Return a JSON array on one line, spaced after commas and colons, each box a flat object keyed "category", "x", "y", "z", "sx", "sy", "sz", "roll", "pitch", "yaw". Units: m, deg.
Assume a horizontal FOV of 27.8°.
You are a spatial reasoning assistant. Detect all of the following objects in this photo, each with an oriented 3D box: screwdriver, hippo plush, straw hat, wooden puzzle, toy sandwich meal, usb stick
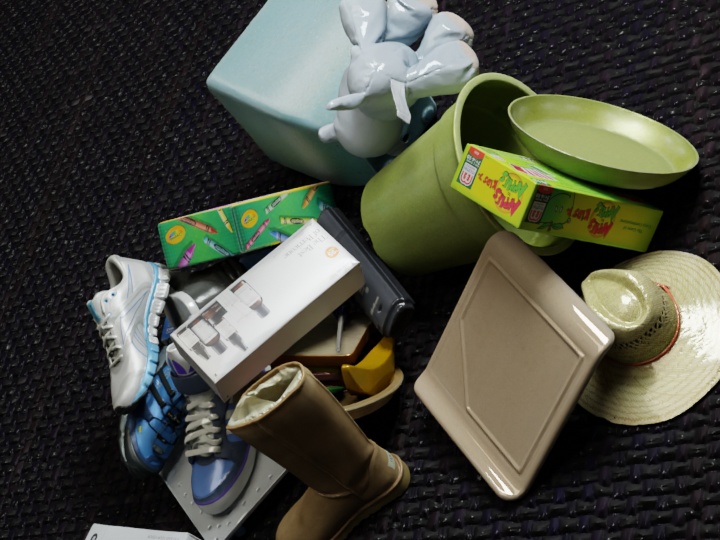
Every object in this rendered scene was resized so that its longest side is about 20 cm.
[{"category": "screwdriver", "x": -0.024, "y": 0.056, "z": 1.544, "sx": 0.029, "sy": 0.028, "sz": 0.200, "roll": -33, "pitch": 13, "yaw": 14}, {"category": "hippo plush", "x": 0.040, "y": -0.191, "z": 1.584, "sx": 0.158, "sy": 0.161, "sz": 0.201, "roll": 8, "pitch": 55, "yaw": -4}, {"category": "straw hat", "x": 0.253, "y": 0.041, "z": 1.379, "sx": 0.200, "sy": 0.085, "sz": 0.202, "roll": -24, "pitch": 45, "yaw": 26}, {"category": "wooden puzzle", "x": 0.148, "y": 0.091, "z": 1.414, "sx": 0.185, "sy": 0.037, "sz": 0.201, "roll": 49, "pitch": 121, "yaw": 41}, {"category": "toy sandwich meal", "x": -0.045, "y": 0.103, "z": 1.548, "sx": 0.203, "sy": 0.071, "sz": 0.205, "roll": -7, "pitch": 14, "yaw": 2}, {"category": "usb stick", "x": 0.000, "y": 0.000, "z": 1.597, "sx": 0.056, "sy": 0.032, "sz": 0.200, "roll": -61, "pitch": 40, "yaw": 21}]

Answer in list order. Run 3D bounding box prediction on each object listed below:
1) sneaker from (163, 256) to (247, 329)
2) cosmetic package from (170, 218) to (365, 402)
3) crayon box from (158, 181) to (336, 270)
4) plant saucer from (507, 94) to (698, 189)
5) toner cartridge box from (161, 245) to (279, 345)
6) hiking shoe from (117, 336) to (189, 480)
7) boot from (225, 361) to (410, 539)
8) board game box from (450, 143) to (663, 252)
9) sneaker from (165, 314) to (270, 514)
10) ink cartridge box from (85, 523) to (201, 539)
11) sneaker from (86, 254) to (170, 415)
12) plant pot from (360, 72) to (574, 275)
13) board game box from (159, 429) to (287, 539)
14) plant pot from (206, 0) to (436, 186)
[{"category": "sneaker", "x": -0.187, "y": 0.023, "z": 1.751, "sx": 0.099, "sy": 0.071, "sz": 0.200, "roll": -28, "pitch": 17, "yaw": -17}, {"category": "cosmetic package", "x": -0.096, "y": 0.040, "z": 1.533, "sx": 0.200, "sy": 0.051, "sz": 0.082, "roll": -40, "pitch": 63, "yaw": -15}, {"category": "crayon box", "x": -0.130, "y": -0.055, "z": 1.732, "sx": 0.118, "sy": 0.199, "sz": 0.059, "roll": -11, "pitch": 95, "yaw": 36}, {"category": "plant saucer", "x": 0.243, "y": -0.128, "z": 1.481, "sx": 0.200, "sy": 0.199, "sz": 0.031, "roll": 49, "pitch": 132, "yaw": 51}, {"category": "toner cartridge box", "x": -0.151, "y": 0.036, "z": 1.784, "sx": 0.199, "sy": 0.043, "sz": 0.096, "roll": -18, "pitch": 47, "yaw": 32}, {"category": "hiking shoe", "x": -0.216, "y": 0.147, "z": 1.680, "sx": 0.086, "sy": 0.074, "sz": 0.201, "roll": -18, "pitch": 42, "yaw": 43}, {"category": "boot", "x": -0.067, "y": 0.194, "z": 1.452, "sx": 0.175, "sy": 0.200, "sz": 0.066, "roll": -40, "pitch": 39, "yaw": 8}, {"category": "board game box", "x": 0.195, "y": -0.070, "z": 1.427, "sx": 0.101, "sy": 0.199, "sz": 0.048, "roll": 37, "pitch": 111, "yaw": 44}, {"category": "sneaker", "x": -0.177, "y": 0.147, "z": 1.593, "sx": 0.080, "sy": 0.146, "sz": 0.201, "roll": -9, "pitch": 52, "yaw": 37}, {"category": "ink cartridge box", "x": -0.272, "y": 0.379, "z": 1.594, "sx": 0.199, "sy": 0.041, "sz": 0.201, "roll": -7, "pitch": 53, "yaw": 47}, {"category": "sneaker", "x": -0.277, "y": 0.070, "z": 1.666, "sx": 0.075, "sy": 0.086, "sz": 0.201, "roll": -38, "pitch": 40, "yaw": 42}, {"category": "plant pot", "x": 0.104, "y": -0.080, "z": 1.558, "sx": 0.189, "sy": 0.199, "sz": 0.201, "roll": -26, "pitch": 42, "yaw": 41}, {"category": "board game box", "x": -0.133, "y": 0.193, "z": 1.651, "sx": 0.200, "sy": 0.026, "sz": 0.200, "roll": -49, "pitch": 39, "yaw": -1}, {"category": "plant pot", "x": -0.025, "y": -0.217, "z": 1.772, "sx": 0.199, "sy": 0.196, "sz": 0.197, "roll": 31, "pitch": 81, "yaw": 35}]
